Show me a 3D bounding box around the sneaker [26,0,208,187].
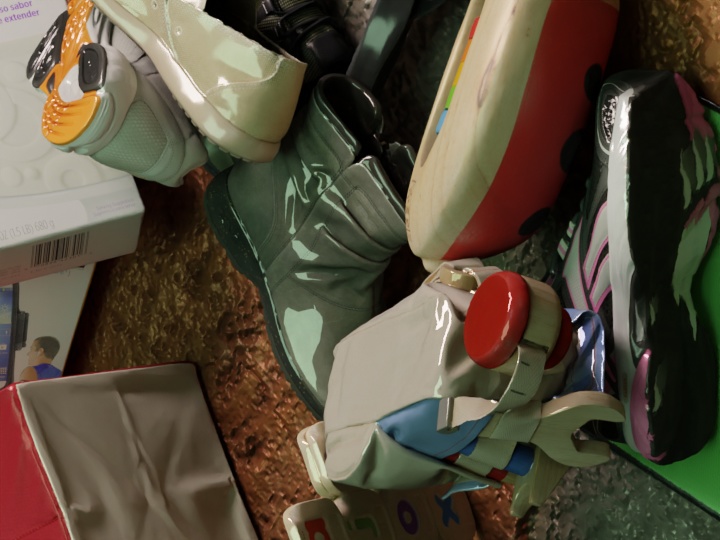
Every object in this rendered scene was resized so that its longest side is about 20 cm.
[{"bbox_3d":[-0.135,-0.103,1.257,0.076,0.092,0.200,-49,25,18],"label":"sneaker"}]

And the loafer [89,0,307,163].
[{"bbox_3d":[-0.094,-0.147,1.214,0.068,0.076,0.200,-46,69,15],"label":"loafer"}]

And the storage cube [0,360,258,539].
[{"bbox_3d":[-0.188,0.170,1.353,0.179,0.200,0.171,-29,76,33],"label":"storage cube"}]

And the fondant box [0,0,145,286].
[{"bbox_3d":[-0.234,-0.091,1.349,0.058,0.144,0.200,111,139,-61],"label":"fondant box"}]

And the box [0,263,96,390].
[{"bbox_3d":[-0.242,0.015,1.420,0.042,0.119,0.200,-114,38,-54],"label":"box"}]

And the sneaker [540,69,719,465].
[{"bbox_3d":[0.127,-0.003,1.118,0.086,0.080,0.201,7,100,43],"label":"sneaker"}]

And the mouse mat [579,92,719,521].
[{"bbox_3d":[0.190,0.026,1.121,0.161,0.008,0.201,33,116,34],"label":"mouse mat"}]

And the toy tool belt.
[{"bbox_3d":[0.074,0.057,1.091,0.200,0.123,0.125,-31,47,56],"label":"toy tool belt"}]

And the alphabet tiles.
[{"bbox_3d":[0.025,0.174,1.162,0.015,0.195,0.201,-24,80,26],"label":"alphabet tiles"}]

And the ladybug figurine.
[{"bbox_3d":[0.080,-0.090,1.131,0.072,0.136,0.201,19,93,-5],"label":"ladybug figurine"}]

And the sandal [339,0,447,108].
[{"bbox_3d":[0.046,-0.169,1.191,0.048,0.075,0.201,27,125,4],"label":"sandal"}]

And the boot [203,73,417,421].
[{"bbox_3d":[0.000,0.000,1.217,0.131,0.068,0.200,-33,88,44],"label":"boot"}]

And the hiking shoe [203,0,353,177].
[{"bbox_3d":[-0.044,-0.147,1.271,0.100,0.076,0.201,9,111,32],"label":"hiking shoe"}]
